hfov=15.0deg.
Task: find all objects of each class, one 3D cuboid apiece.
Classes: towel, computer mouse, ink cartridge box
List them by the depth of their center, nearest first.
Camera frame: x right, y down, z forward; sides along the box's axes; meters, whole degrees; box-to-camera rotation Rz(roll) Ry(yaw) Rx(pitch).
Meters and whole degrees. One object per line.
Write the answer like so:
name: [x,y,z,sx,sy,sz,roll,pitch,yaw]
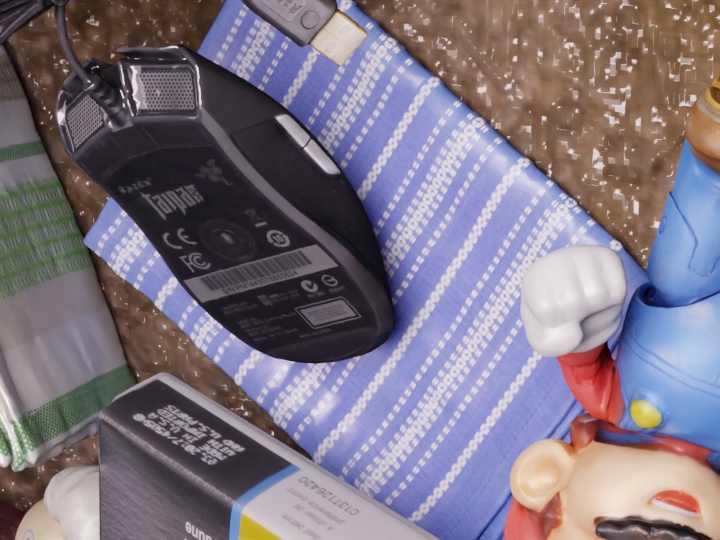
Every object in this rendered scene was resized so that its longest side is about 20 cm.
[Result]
computer mouse: [-0.036,-0.053,0.885,0.140,0.046,0.200,-21,126,42]
ink cartridge box: [-0.012,0.162,0.937,0.197,0.047,0.201,28,129,34]
towel: [0.000,0.000,0.953,0.200,0.024,0.145,43,119,18]
towel: [-0.141,-0.029,0.962,0.031,0.149,0.201,-22,90,12]

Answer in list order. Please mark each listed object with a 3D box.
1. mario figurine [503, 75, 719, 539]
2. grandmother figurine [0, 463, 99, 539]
mario figurine: [0.108,0.050,0.845,0.123,0.106,0.201,30,113,23]
grandmother figurine: [-0.147,0.137,1.058,0.200,0.061,0.121,-39,87,35]
